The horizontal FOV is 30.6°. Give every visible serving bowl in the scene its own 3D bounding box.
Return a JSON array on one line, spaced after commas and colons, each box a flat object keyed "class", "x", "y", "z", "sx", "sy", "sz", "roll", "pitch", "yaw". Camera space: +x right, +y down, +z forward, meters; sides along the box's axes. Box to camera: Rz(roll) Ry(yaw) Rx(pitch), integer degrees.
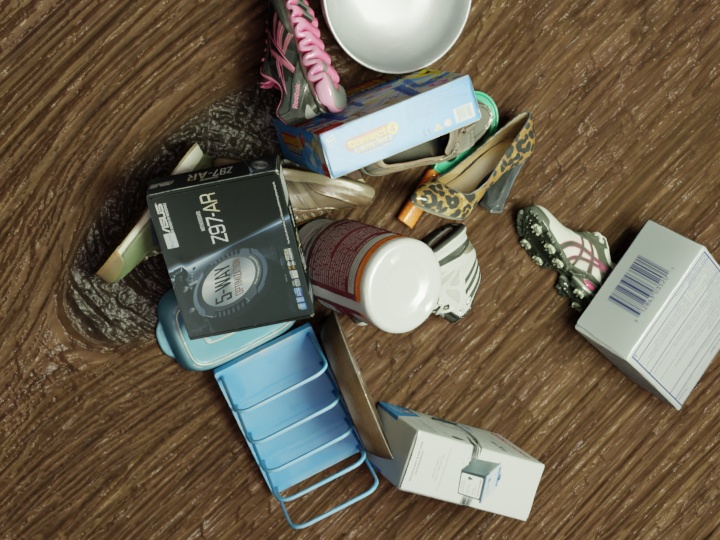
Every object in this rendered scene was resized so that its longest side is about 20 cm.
[{"class": "serving bowl", "x": 0.037, "y": -0.348, "z": 1.631, "sx": 0.197, "sy": 0.066, "sz": 0.203, "roll": -5, "pitch": 104, "yaw": -19}]

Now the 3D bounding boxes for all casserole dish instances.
[{"class": "casserole dish", "x": -0.161, "y": 0.053, "z": 1.660, "sx": 0.198, "sy": 0.039, "sz": 0.122, "roll": -26, "pitch": 110, "yaw": -14}]

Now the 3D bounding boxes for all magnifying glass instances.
[{"class": "magnifying glass", "x": 0.112, "y": -0.146, "z": 1.728, "sx": 0.079, "sy": 0.022, "sz": 0.201, "roll": 34, "pitch": 89, "yaw": -23}]

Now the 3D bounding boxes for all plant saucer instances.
[{"class": "plant saucer", "x": -0.008, "y": 0.149, "z": 1.655, "sx": 0.032, "sy": 0.200, "sz": 0.202, "roll": -23, "pitch": 109, "yaw": 0}]

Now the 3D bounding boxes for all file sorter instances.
[{"class": "file sorter", "x": -0.077, "y": 0.201, "z": 1.659, "sx": 0.137, "sy": 0.123, "sz": 0.202, "roll": -25, "pitch": 117, "yaw": -5}]

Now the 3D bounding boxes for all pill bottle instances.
[{"class": "pill bottle", "x": 0.000, "y": 0.000, "z": 1.612, "sx": 0.113, "sy": 0.199, "sz": 0.116, "roll": -9, "pitch": 106, "yaw": -32}]

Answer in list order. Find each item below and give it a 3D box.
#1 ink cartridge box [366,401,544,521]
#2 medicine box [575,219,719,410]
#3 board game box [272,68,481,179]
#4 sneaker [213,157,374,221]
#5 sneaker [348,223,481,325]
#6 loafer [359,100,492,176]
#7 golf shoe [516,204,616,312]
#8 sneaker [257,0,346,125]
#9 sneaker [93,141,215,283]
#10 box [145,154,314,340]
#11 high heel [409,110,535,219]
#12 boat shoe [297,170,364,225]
[{"class": "ink cartridge box", "x": 0.121, "y": 0.253, "z": 1.750, "sx": 0.198, "sy": 0.146, "sz": 0.087, "roll": 16, "pitch": 94, "yaw": -23}, {"class": "medicine box", "x": 0.418, "y": 0.063, "z": 1.808, "sx": 0.183, "sy": 0.103, "sz": 0.200, "roll": -55, "pitch": 138, "yaw": -2}, {"class": "board game box", "x": 0.015, "y": -0.183, "z": 1.588, "sx": 0.198, "sy": 0.196, "sz": 0.057, "roll": -23, "pitch": 108, "yaw": -15}, {"class": "sneaker", "x": -0.083, "y": -0.087, "z": 1.588, "sx": 0.197, "sy": 0.070, "sz": 0.077, "roll": 9, "pitch": 98, "yaw": -7}, {"class": "sneaker", "x": 0.083, "y": 0.038, "z": 1.721, "sx": 0.200, "sy": 0.075, "sz": 0.116, "roll": -36, "pitch": 111, "yaw": -18}, {"class": "loafer", "x": 0.090, "y": -0.164, "z": 1.664, "sx": 0.198, "sy": 0.063, "sz": 0.073, "roll": -22, "pitch": 106, "yaw": -21}, {"class": "golf shoe", "x": 0.285, "y": -0.030, "z": 1.797, "sx": 0.088, "sy": 0.077, "sz": 0.200, "roll": -50, "pitch": 121, "yaw": -15}, {"class": "sneaker", "x": -0.091, "y": -0.261, "z": 1.568, "sx": 0.095, "sy": 0.079, "sz": 0.202, "roll": -27, "pitch": 67, "yaw": 17}, {"class": "sneaker", "x": -0.229, "y": -0.051, "z": 1.594, "sx": 0.090, "sy": 0.067, "sz": 0.201, "roll": 38, "pitch": 84, "yaw": -18}, {"class": "box", "x": -0.150, "y": -0.025, "z": 1.552, "sx": 0.158, "sy": 0.044, "sz": 0.202, "roll": -10, "pitch": 119, "yaw": 4}, {"class": "high heel", "x": 0.144, "y": -0.141, "z": 1.676, "sx": 0.199, "sy": 0.071, "sz": 0.144, "roll": -7, "pitch": 125, "yaw": -48}, {"class": "boat shoe", "x": -0.090, "y": -0.092, "z": 1.645, "sx": 0.198, "sy": 0.072, "sz": 0.073, "roll": -22, "pitch": 88, "yaw": -10}]
